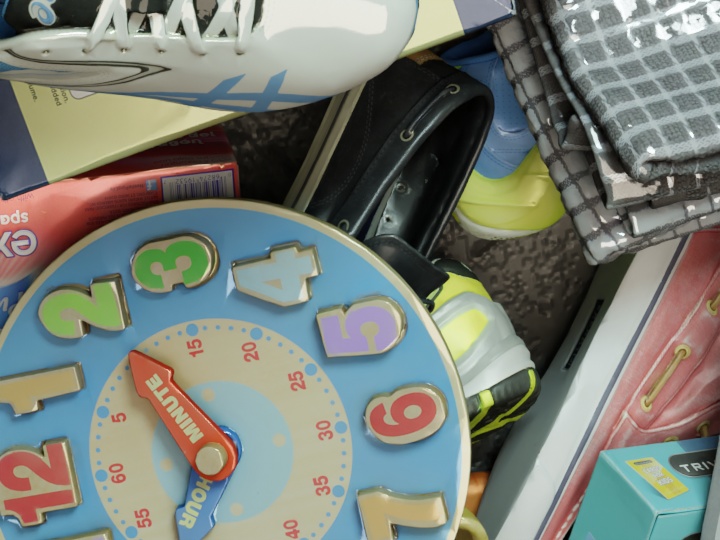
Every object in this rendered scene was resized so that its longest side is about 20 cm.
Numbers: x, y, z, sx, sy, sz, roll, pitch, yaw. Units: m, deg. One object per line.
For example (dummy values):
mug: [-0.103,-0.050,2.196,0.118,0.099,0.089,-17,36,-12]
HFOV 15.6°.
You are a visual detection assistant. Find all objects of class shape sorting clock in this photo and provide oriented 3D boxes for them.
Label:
shape sorting clock: [-0.055,0.071,1.043,0.198,0.039,0.202,2,101,9]

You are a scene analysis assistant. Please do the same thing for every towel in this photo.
towel: [0.155,-0.114,1.081,0.199,0.086,0.167,-17,76,-15]

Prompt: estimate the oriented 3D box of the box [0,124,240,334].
box: [-0.150,-0.003,1.104,0.198,0.095,0.103,-7,112,-8]

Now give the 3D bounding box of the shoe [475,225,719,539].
shoe: [0.127,0.067,1.179,0.091,0.071,0.201,27,89,-9]

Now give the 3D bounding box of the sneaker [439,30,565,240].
sneaker: [0.123,-0.087,1.137,0.199,0.076,0.106,-20,111,-2]

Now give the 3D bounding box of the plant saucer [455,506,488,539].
plant saucer: [-0.034,0.158,1.153,0.198,0.049,0.201,-1,134,9]

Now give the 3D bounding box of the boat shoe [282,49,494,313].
boat shoe: [0.000,0.000,1.090,0.075,0.062,0.201,40,70,-61]

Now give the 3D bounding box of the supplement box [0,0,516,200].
supplement box: [-0.066,-0.159,0.973,0.198,0.134,0.201,-19,100,5]

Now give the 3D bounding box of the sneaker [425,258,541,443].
sneaker: [-0.020,0.063,1.175,0.199,0.075,0.077,-24,73,8]

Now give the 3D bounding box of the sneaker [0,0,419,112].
sneaker: [-0.079,-0.091,0.882,0.198,0.073,0.073,6,100,-1]

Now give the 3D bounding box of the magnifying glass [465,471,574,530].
magnifying glass: [0.100,0.103,1.228,0.198,0.022,0.080,-3,109,-9]

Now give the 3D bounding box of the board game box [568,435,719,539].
board game box: [0.150,0.167,1.197,0.150,0.047,0.201,-4,125,-33]

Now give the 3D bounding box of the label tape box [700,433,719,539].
label tape box: [0.230,0.032,1.108,0.143,0.063,0.202,4,99,-36]
